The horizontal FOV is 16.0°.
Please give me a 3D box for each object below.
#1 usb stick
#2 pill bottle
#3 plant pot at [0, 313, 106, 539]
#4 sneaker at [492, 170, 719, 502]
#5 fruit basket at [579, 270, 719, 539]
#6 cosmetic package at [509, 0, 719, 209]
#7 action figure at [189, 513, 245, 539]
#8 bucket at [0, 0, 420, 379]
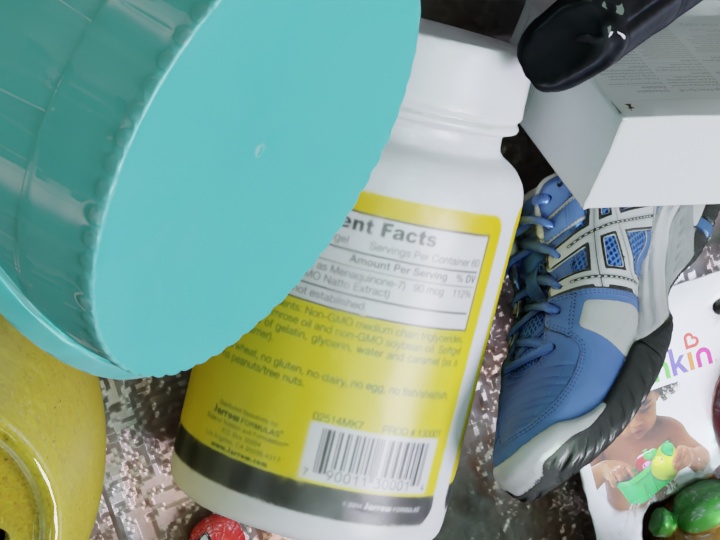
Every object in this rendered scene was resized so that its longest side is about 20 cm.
[{"bbox_3d":[0.126,-0.118,1.012,0.033,0.055,0.200,53,40,1],"label":"usb stick"},{"bbox_3d":[0.000,0.000,1.013,0.114,0.114,0.200,10,99,-23],"label":"pill bottle"},{"bbox_3d":[-0.177,0.078,0.947,0.200,0.142,0.200,-5,106,-20],"label":"plant pot"},{"bbox_3d":[0.084,0.009,1.042,0.077,0.076,0.200,36,48,-14],"label":"sneaker"},{"bbox_3d":[0.189,0.094,1.124,0.185,0.094,0.200,-17,106,-17],"label":"fruit basket"},{"bbox_3d":[0.161,-0.069,1.054,0.200,0.083,0.051,-2,129,-30],"label":"cosmetic package"},{"bbox_3d":[-0.054,0.203,1.058,0.099,0.065,0.200,-16,83,0],"label":"action figure"},{"bbox_3d":[-0.084,-0.070,0.888,0.207,0.135,0.207,-44,153,-30],"label":"bucket"}]
